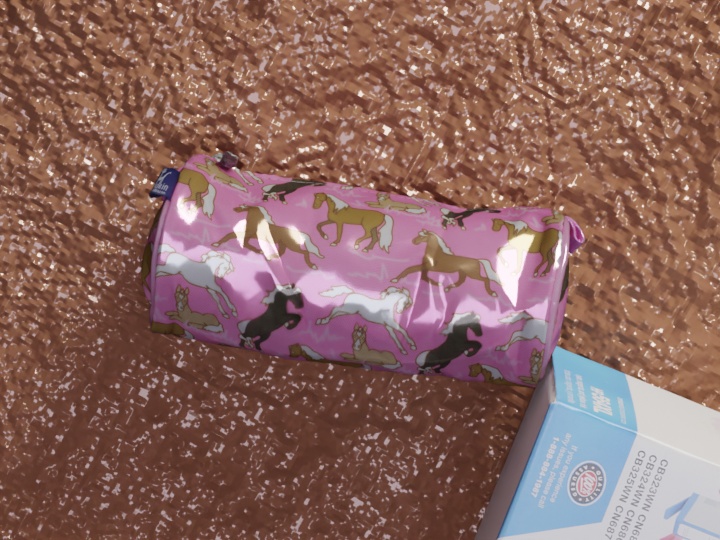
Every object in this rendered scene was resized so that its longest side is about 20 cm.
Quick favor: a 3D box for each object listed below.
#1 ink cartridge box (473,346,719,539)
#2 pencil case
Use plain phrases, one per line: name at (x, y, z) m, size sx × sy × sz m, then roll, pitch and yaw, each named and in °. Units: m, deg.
ink cartridge box at (0.157, 0.138, 1.279) m, size 0.199 × 0.125 × 0.129 m, roll 21°, pitch 99°, yaw 0°
pencil case at (0.000, 0.000, 1.287) m, size 0.199 × 0.083 × 0.087 m, roll 10°, pitch 110°, yaw 2°
